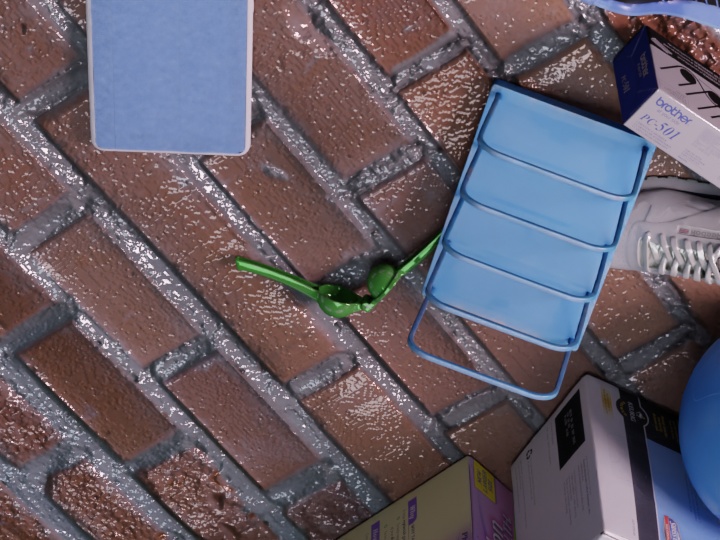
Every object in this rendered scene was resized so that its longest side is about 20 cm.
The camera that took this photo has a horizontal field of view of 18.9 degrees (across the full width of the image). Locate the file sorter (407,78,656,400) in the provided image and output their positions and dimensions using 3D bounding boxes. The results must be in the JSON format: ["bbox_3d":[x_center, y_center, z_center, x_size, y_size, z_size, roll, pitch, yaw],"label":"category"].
[{"bbox_3d":[0.132,-0.020,1.706,0.138,0.123,0.201,20,118,3],"label":"file sorter"}]

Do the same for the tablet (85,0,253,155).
[{"bbox_3d":[-0.149,-0.176,1.691,0.129,0.014,0.201,2,128,-1],"label":"tablet"}]

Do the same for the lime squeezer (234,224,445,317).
[{"bbox_3d":[0.000,0.000,1.817,0.199,0.038,0.071,-12,94,10],"label":"lime squeezer"}]

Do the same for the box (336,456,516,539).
[{"bbox_3d":[0.054,0.298,1.945,0.200,0.176,0.097,-36,119,24],"label":"box"}]

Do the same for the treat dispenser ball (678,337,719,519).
[{"bbox_3d":[0.365,0.132,1.800,0.200,0.201,0.202,0,127,0],"label":"treat dispenser ball"}]

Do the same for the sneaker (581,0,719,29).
[{"bbox_3d":[0.236,-0.231,1.615,0.199,0.070,0.078,9,123,-14],"label":"sneaker"}]

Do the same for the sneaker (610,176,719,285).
[{"bbox_3d":[0.271,-0.024,1.760,0.199,0.081,0.077,-4,129,7],"label":"sneaker"}]

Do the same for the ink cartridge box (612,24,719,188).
[{"bbox_3d":[0.289,-0.103,1.691,0.200,0.094,0.044,31,122,-21],"label":"ink cartridge box"}]

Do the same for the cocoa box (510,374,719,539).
[{"bbox_3d":[0.221,0.218,1.867,0.131,0.200,0.134,24,124,-17],"label":"cocoa box"}]
